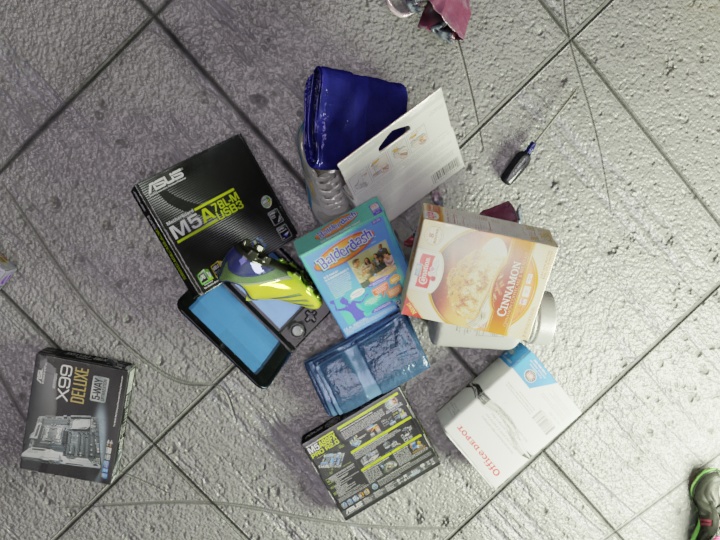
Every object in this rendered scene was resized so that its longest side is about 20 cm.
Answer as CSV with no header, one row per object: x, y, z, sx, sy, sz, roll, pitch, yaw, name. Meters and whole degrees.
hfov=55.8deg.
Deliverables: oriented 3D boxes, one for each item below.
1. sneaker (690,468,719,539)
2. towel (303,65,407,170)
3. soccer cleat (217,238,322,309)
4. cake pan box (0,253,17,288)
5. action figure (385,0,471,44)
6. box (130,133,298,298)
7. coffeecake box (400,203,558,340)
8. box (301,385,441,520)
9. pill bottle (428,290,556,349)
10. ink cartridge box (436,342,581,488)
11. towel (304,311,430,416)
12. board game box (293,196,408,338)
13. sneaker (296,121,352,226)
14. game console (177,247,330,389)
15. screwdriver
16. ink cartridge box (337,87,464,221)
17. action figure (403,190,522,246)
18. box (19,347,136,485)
0.640,0.454,1.218,0.075,0.084,0.204,-3,97,-3,sneaker
-0.008,-0.232,1.071,0.198,0.049,0.151,-5,104,-45,towel
-0.140,0.021,1.074,0.084,0.065,0.199,-48,134,10,soccer cleat
-0.700,0.001,1.108,0.199,0.052,0.185,41,91,-7,cake pan box
0.157,-0.470,1.095,0.148,0.134,0.202,25,80,36,action figure
-0.227,-0.089,1.079,0.199,0.047,0.195,-32,98,-29,box
0.171,0.002,1.012,0.196,0.073,0.156,12,114,-1,coffeecake box
0.019,0.314,1.188,0.198,0.044,0.162,-31,97,0,box
0.217,0.072,1.134,0.196,0.114,0.117,4,97,-4,pill bottle
0.251,0.246,1.172,0.199,0.084,0.145,-41,97,2,ink cartridge box
0.013,0.160,1.158,0.198,0.049,0.113,-27,85,0,towel
0.000,0.000,1.101,0.150,0.045,0.202,-27,130,-1,board game box
-0.058,-0.147,1.111,0.075,0.081,0.203,-21,99,-2,sneaker
-0.164,0.055,1.110,0.171,0.118,0.200,-45,98,3,game console
0.302,-0.230,1.150,0.029,0.028,0.202,34,92,22,screwdriver
0.059,-0.174,1.070,0.199,0.045,0.177,-37,140,-6,ink cartridge box
0.169,-0.047,1.115,0.196,0.135,0.151,-7,116,14,action figure
-0.475,0.244,1.148,0.155,0.050,0.204,12,96,-4,box
